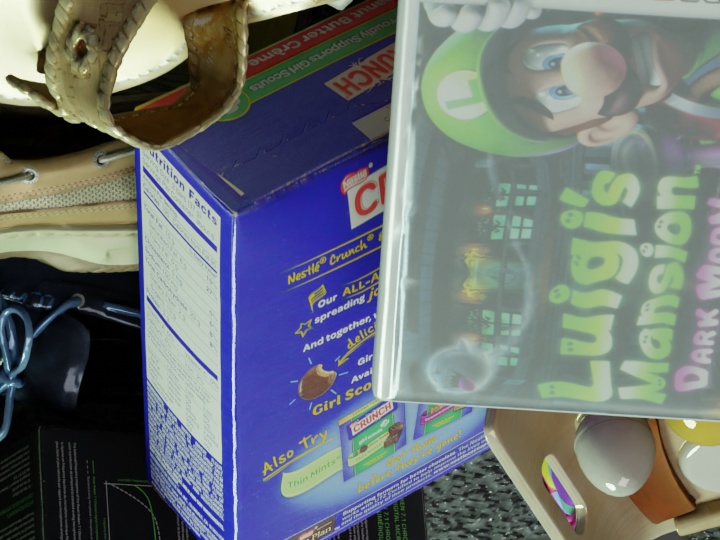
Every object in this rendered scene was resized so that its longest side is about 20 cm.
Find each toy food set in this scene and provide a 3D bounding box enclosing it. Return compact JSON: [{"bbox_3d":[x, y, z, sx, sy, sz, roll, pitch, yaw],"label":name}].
[{"bbox_3d":[0.165,0.071,1.021,0.199,0.061,0.144,-16,136,19],"label":"toy food set"}]

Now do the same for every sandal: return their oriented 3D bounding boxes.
[{"bbox_3d":[-0.065,-0.075,0.830,0.211,0.070,0.078,-18,138,32],"label":"sandal"}]

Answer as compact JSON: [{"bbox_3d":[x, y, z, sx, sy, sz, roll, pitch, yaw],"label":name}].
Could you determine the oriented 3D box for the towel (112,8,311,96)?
[{"bbox_3d":[-0.126,-0.069,0.976,0.199,0.023,0.144,7,137,-23],"label":"towel"}]

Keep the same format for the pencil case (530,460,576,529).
[{"bbox_3d":[0.166,0.059,1.141,0.199,0.089,0.089,-16,142,-10],"label":"pencil case"}]

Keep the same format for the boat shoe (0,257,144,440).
[{"bbox_3d":[-0.121,0.025,1.051,0.199,0.069,0.084,-4,140,-9],"label":"boat shoe"}]

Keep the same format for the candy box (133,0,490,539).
[{"bbox_3d":[0.000,0.000,0.983,0.169,0.077,0.201,-26,141,-28],"label":"candy box"}]

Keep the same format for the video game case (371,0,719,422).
[{"bbox_3d":[0.098,-0.029,0.835,0.181,0.023,0.201,4,131,0],"label":"video game case"}]

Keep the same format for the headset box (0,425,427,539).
[{"bbox_3d":[-0.084,0.139,1.126,0.199,0.093,0.174,6,159,-32],"label":"headset box"}]

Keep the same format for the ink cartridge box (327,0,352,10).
[{"bbox_3d":[-0.018,-0.160,0.821,0.116,0.068,0.200,25,142,-21],"label":"ink cartridge box"}]

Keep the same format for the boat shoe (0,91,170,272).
[{"bbox_3d":[-0.150,-0.042,0.943,0.199,0.072,0.076,-6,129,-23],"label":"boat shoe"}]
